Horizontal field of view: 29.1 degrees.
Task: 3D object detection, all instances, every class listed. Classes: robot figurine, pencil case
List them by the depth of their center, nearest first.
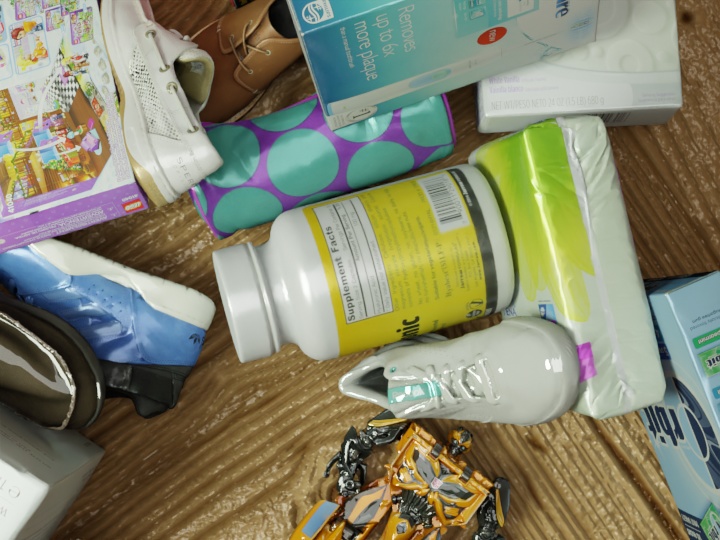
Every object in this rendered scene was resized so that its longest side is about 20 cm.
[{"bbox_3d":[-0.035,-0.095,1.016,0.199,0.085,0.093,-21,106,0],"label":"pencil case"},{"bbox_3d":[0.021,0.200,1.029,0.145,0.058,0.200,37,91,-1],"label":"robot figurine"}]

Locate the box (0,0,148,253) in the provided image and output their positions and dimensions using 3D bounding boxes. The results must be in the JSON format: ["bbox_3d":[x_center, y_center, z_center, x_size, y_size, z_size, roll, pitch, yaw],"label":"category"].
[{"bbox_3d":[-0.237,-0.115,0.996,0.136,0.039,0.201,-16,61,0],"label":"box"}]

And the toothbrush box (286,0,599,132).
[{"bbox_3d":[0.052,-0.186,0.912,0.199,0.147,0.086,-19,70,-1],"label":"toothbrush box"}]

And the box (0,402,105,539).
[{"bbox_3d":[-0.307,0.134,0.960,0.198,0.200,0.131,34,90,0],"label":"box"}]

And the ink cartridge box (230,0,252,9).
[{"bbox_3d":[-0.075,-0.252,0.958,0.175,0.200,0.084,-28,91,0],"label":"ink cartridge box"}]

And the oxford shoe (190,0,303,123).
[{"bbox_3d":[-0.083,-0.165,1.024,0.200,0.071,0.071,-38,92,4],"label":"oxford shoe"}]

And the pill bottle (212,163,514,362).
[{"bbox_3d":[0.000,0.000,0.991,0.199,0.111,0.112,-15,90,-8],"label":"pill bottle"}]

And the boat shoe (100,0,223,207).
[{"bbox_3d":[-0.135,-0.134,0.981,0.069,0.071,0.201,-22,56,6],"label":"boat shoe"}]

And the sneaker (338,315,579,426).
[{"bbox_3d":[0.063,0.078,0.956,0.088,0.199,0.076,-11,90,-36],"label":"sneaker"}]

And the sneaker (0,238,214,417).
[{"bbox_3d":[-0.217,0.042,1.012,0.199,0.077,0.112,20,80,-6],"label":"sneaker"}]

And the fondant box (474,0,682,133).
[{"bbox_3d":[0.153,-0.207,1.019,0.143,0.058,0.202,-3,82,0],"label":"fondant box"}]

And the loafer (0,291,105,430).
[{"bbox_3d":[-0.264,0.052,0.952,0.199,0.071,0.073,30,115,16],"label":"loafer"}]

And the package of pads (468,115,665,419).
[{"bbox_3d":[0.141,-0.003,0.982,0.068,0.154,0.201,-13,92,-10],"label":"package of pads"}]

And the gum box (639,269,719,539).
[{"bbox_3d":[0.240,0.103,0.972,0.044,0.170,0.201,-22,91,-7],"label":"gum box"}]

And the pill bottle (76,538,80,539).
[{"bbox_3d":[-0.161,0.293,1.004,0.200,0.111,0.111,43,90,0],"label":"pill bottle"}]
